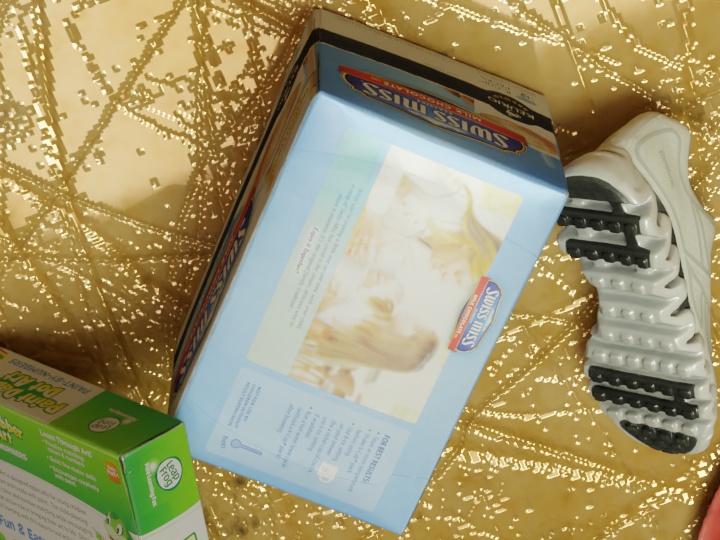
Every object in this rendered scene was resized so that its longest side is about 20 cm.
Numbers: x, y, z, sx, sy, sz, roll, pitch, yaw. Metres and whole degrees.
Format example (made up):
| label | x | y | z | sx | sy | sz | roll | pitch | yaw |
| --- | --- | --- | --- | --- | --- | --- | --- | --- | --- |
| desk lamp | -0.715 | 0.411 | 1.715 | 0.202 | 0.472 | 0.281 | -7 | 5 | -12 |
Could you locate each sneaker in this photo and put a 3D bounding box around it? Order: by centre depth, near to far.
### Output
| label | x | y | z | sx | sy | sz | roll | pitch | yaw |
| --- | --- | --- | --- | --- | --- | --- | --- | --- | --- |
| sneaker | 0.153 | 0.010 | 1.198 | 0.075 | 0.081 | 0.201 | 13 | 136 | 32 |

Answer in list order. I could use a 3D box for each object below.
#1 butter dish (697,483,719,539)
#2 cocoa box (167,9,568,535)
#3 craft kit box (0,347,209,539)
| label | x | y | z | sx | sy | sz | roll | pitch | yaw |
| --- | --- | --- | --- | --- | --- | --- | --- | --- | --- |
| butter dish | 0.298 | 0.128 | 1.206 | 0.199 | 0.148 | 0.200 | 20 | 111 | -8 |
| cocoa box | 0.000 | 0.000 | 1.159 | 0.133 | 0.131 | 0.201 | 21 | 111 | -9 |
| craft kit box | -0.143 | 0.146 | 1.198 | 0.048 | 0.200 | 0.198 | -29 | 120 | -33 |
